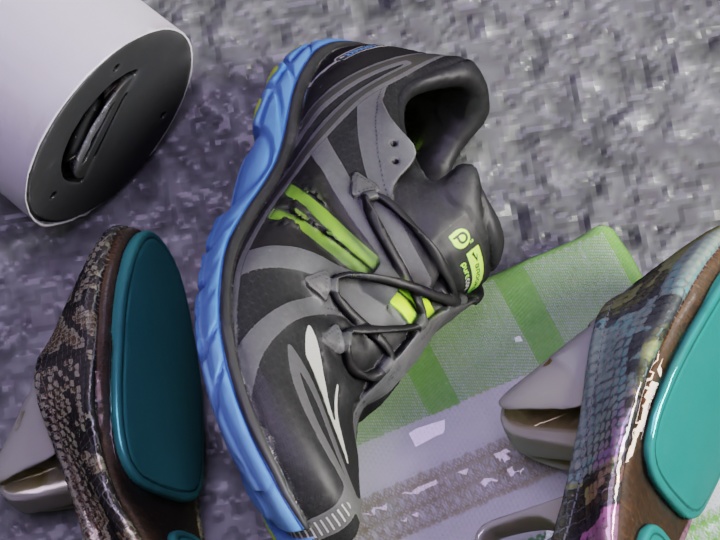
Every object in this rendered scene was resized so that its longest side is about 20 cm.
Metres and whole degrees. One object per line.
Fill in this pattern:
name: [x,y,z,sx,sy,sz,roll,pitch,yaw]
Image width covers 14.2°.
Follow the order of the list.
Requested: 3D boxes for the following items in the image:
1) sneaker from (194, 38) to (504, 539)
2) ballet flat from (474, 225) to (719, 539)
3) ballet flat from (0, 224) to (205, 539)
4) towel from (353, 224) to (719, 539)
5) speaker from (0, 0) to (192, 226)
sneaker: [0.000,0.000,0.896,0.082,0.071,0.200,-4,47,18]
ballet flat: [0.070,0.072,0.862,0.071,0.069,0.200,2,62,28]
ballet flat: [-0.076,0.084,0.897,0.075,0.068,0.200,-24,66,16]
towel: [0.056,0.096,0.899,0.149,0.031,0.200,-21,63,-7]
speaker: [-0.153,-0.102,0.974,0.200,0.081,0.081,38,74,20]
